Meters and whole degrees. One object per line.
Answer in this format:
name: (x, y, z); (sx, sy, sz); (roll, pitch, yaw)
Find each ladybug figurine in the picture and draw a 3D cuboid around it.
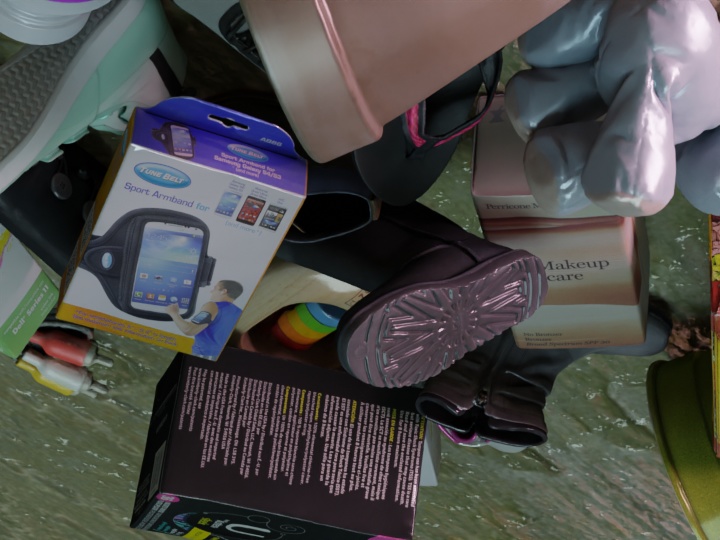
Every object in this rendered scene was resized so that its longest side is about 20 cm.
ladybug figurine: (-0.035, 0.020, 1.371); (0.135, 0.072, 0.200); (27, 142, -30)

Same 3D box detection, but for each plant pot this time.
plant pot: (0.355, 0.126, 1.388); (0.192, 0.201, 0.200); (-26, 137, 22)
plant pot: (0.024, -0.182, 0.973); (0.173, 0.201, 0.200); (-20, 143, 7)

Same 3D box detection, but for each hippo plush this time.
hippo plush: (0.196, -0.118, 1.098); (0.160, 0.159, 0.201); (8, 109, -36)

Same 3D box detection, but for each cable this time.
cable: (-0.302, 0.057, 1.489); (0.199, 0.051, 0.097); (14, 145, -15)

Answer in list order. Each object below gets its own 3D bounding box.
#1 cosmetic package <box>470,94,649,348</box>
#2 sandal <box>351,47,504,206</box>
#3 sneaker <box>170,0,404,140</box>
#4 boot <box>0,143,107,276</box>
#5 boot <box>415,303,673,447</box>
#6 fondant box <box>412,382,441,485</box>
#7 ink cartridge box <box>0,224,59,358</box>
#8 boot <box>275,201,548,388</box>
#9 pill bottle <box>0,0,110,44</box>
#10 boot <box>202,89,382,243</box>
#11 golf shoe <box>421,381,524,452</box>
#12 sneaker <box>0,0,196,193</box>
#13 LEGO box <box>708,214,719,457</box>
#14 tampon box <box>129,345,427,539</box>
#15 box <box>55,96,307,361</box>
cosmetic package: (0.145, -0.032, 1.249); (0.103, 0.088, 0.200); (-3, 146, 16)
sandal: (0.055, -0.121, 1.086); (0.075, 0.045, 0.201); (14, 120, -29)
sneaker: (-0.036, -0.144, 1.115); (0.199, 0.080, 0.074); (25, 145, -24)
boot: (-0.247, -0.041, 1.216); (0.065, 0.166, 0.200); (-5, 146, 30)
boot: (0.143, 0.080, 1.379); (0.199, 0.132, 0.070); (7, 147, -1)
fondant box: (-0.035, 0.132, 1.558); (0.199, 0.059, 0.145); (-2, 146, 9)
ink cartridge box: (-0.317, -0.029, 1.307); (0.117, 0.067, 0.200); (23, 157, 30)
boot: (0.001, 0.000, 1.191); (0.164, 0.200, 0.066); (-17, 121, -33)
pill bottle: (-0.165, -0.215, 1.002); (0.104, 0.105, 0.200); (15, 146, -14)
boot: (-0.067, -0.069, 1.208); (0.199, 0.097, 0.075); (-6, 131, 16)
golf shoe: (0.094, 0.117, 1.485); (0.075, 0.092, 0.200); (-12, 145, 23)
sneaker: (-0.186, -0.092, 1.134); (0.074, 0.201, 0.118); (35, 169, 32)
LEGO box: (0.285, 0.021, 1.250); (0.077, 0.150, 0.200); (-1, 147, 11)
tampon box: (-0.065, 0.151, 1.401); (0.199, 0.127, 0.150); (13, 158, -11)
box: (-0.116, -0.027, 1.163); (0.118, 0.042, 0.200); (16, 136, -15)
